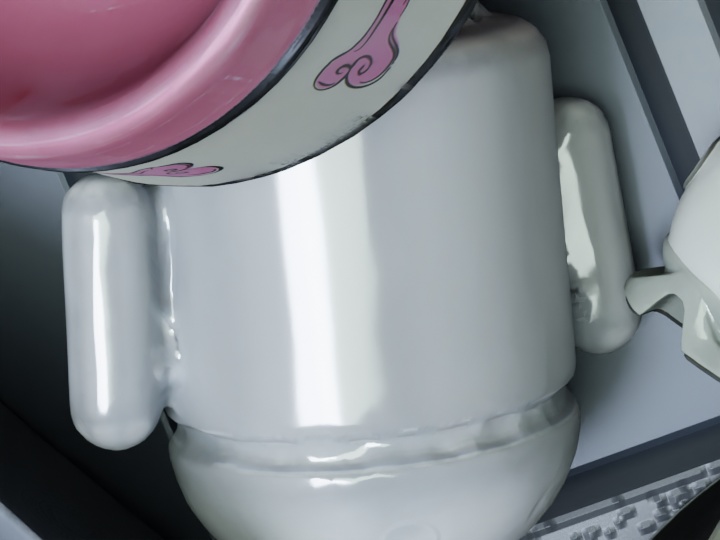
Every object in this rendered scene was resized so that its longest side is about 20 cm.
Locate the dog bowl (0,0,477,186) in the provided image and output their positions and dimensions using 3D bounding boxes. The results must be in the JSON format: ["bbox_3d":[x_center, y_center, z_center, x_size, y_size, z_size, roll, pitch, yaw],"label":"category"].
[{"bbox_3d":[-0.066,-0.112,0.670,0.200,0.074,0.201,6,104,28],"label":"dog bowl"}]

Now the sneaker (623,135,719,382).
[{"bbox_3d":[0.168,0.022,0.756,0.200,0.074,0.089,35,113,17],"label":"sneaker"}]

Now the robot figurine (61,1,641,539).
[{"bbox_3d":[0.000,0.000,0.786,0.169,0.113,0.201,-9,100,-21],"label":"robot figurine"}]

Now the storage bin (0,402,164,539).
[{"bbox_3d":[-0.112,0.112,0.794,0.200,0.134,0.146,37,102,26],"label":"storage bin"}]

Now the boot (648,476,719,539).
[{"bbox_3d":[0.110,0.151,0.753,0.144,0.200,0.072,47,128,-1],"label":"boot"}]
